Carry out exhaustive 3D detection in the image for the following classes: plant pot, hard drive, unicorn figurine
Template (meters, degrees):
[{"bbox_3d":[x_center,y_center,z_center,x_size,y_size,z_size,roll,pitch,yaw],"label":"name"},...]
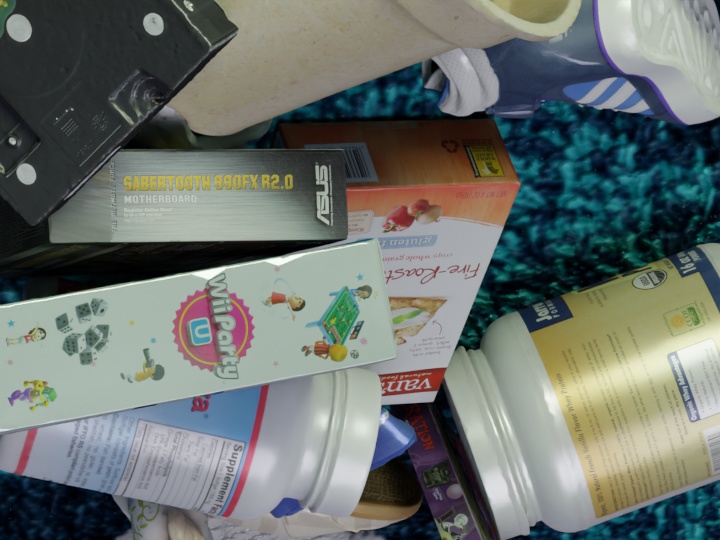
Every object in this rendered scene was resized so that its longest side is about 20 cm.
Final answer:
[{"bbox_3d":[-0.025,-0.160,1.235,0.183,0.201,0.200,-28,144,28],"label":"plant pot"},{"bbox_3d":[-0.168,-0.138,1.191,0.140,0.200,0.038,-42,-179,29],"label":"hard drive"},{"bbox_3d":[-0.134,0.122,1.512,0.074,0.200,0.138,-44,136,-20],"label":"unicorn figurine"}]

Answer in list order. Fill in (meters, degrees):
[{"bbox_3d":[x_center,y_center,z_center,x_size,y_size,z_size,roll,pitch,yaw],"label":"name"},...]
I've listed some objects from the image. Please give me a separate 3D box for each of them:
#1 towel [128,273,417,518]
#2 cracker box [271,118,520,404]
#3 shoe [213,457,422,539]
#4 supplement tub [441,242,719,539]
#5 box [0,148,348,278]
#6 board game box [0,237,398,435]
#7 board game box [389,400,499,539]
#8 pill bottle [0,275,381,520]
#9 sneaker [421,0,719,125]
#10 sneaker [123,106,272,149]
[{"bbox_3d":[-0.082,0.077,1.528,0.200,0.024,0.145,31,143,-23],"label":"towel"},{"bbox_3d":[0.000,0.000,1.530,0.134,0.058,0.200,-3,140,-20],"label":"cracker box"},{"bbox_3d":[-0.055,0.132,1.662,0.200,0.070,0.053,13,133,-26],"label":"shoe"},{"bbox_3d":[0.159,0.079,1.628,0.199,0.145,0.145,-20,143,-1],"label":"supplement tub"},{"bbox_3d":[-0.115,-0.029,1.364,0.158,0.048,0.200,-1,175,-22],"label":"box"},{"bbox_3d":[-0.098,0.035,1.293,0.199,0.064,0.148,-10,179,-15],"label":"board game box"},{"bbox_3d":[0.068,0.165,1.647,0.032,0.200,0.120,-23,143,1],"label":"board game box"},{"bbox_3d":[-0.095,0.075,1.422,0.199,0.109,0.109,12,135,-11],"label":"pill bottle"},{"bbox_3d":[0.110,-0.121,1.436,0.146,0.081,0.200,-5,172,24],"label":"sneaker"},{"bbox_3d":[-0.128,-0.106,1.305,0.081,0.077,0.200,1,169,40],"label":"sneaker"}]
